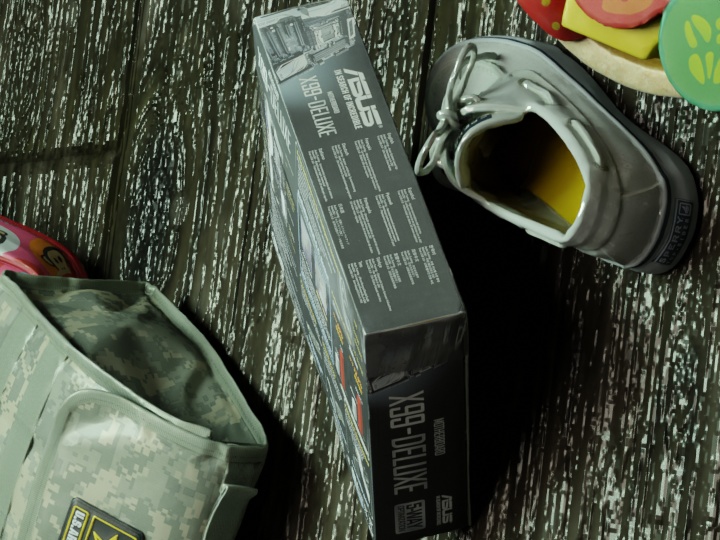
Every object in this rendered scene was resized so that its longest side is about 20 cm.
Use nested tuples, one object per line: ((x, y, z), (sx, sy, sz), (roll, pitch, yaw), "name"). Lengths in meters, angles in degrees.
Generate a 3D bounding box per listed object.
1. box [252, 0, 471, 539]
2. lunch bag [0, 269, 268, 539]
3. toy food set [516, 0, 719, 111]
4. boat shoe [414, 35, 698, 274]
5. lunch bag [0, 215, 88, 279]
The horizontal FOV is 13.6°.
((0.000, 0.000, 1.389), (0.158, 0.049, 0.201), (87, 167, -49), "box")
((-0.132, 0.118, 1.586), (0.200, 0.117, 0.165), (41, 119, 49), "lunch bag")
((0.128, -0.168, 1.227), (0.197, 0.049, 0.201), (25, 114, 33), "toy food set")
((0.062, -0.056, 1.334), (0.202, 0.086, 0.075), (46, 121, 53), "boat shoe")
((-0.263, 0.055, 1.771), (0.175, 0.082, 0.201), (23, 108, 16), "lunch bag")
